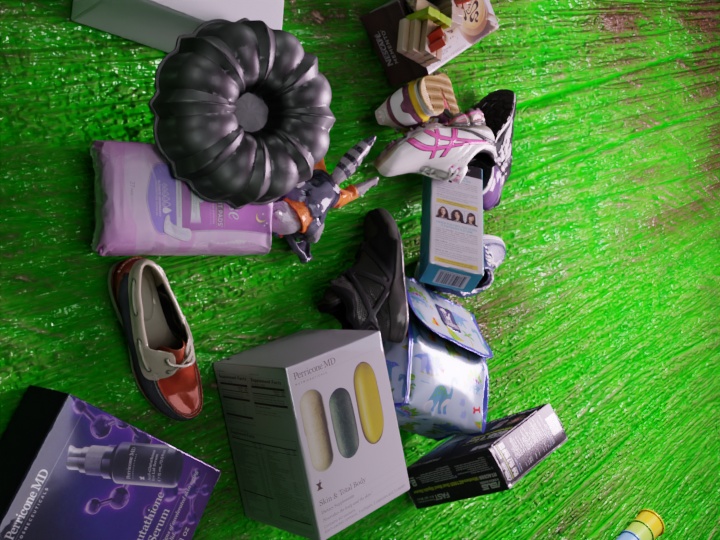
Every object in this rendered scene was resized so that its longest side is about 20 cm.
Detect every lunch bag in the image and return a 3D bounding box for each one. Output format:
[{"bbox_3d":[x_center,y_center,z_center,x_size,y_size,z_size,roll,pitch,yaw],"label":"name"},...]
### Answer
[{"bbox_3d":[0.096,0.123,1.136,0.169,0.127,0.202,28,57,-36],"label":"lunch bag"}]

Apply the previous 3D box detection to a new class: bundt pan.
[{"bbox_3d":[-0.111,-0.165,0.828,0.200,0.076,0.204,-3,96,-30],"label":"bundt pan"}]

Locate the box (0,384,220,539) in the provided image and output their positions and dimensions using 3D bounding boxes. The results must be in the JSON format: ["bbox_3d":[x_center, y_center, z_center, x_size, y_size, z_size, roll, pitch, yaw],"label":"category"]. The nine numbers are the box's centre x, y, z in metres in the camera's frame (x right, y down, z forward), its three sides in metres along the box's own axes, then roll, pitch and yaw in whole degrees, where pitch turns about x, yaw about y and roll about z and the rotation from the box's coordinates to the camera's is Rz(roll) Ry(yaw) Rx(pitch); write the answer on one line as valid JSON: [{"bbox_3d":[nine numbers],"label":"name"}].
[{"bbox_3d":[-0.267,0.225,0.800,0.200,0.104,0.149,38,64,-35],"label":"box"}]

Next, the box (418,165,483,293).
[{"bbox_3d":[0.131,-0.069,1.154,0.082,0.049,0.201,13,53,-9],"label":"box"}]

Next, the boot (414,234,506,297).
[{"bbox_3d":[0.181,-0.001,1.227,0.199,0.090,0.073,-21,117,-39],"label":"boot"}]

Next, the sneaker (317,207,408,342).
[{"bbox_3d":[0.000,0.000,1.074,0.113,0.076,0.201,3,63,-12],"label":"sneaker"}]

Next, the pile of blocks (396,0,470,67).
[{"bbox_3d":[0.116,-0.373,1.105,0.082,0.062,0.201,42,60,-30],"label":"pile of blocks"}]

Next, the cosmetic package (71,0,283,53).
[{"bbox_3d":[-0.195,-0.355,0.883,0.199,0.122,0.201,10,81,-43],"label":"cosmetic package"}]

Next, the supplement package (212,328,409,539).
[{"bbox_3d":[-0.058,0.188,0.962,0.151,0.150,0.202,-17,99,-41],"label":"supplement package"}]

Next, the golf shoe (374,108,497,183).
[{"bbox_3d":[0.114,-0.165,1.137,0.199,0.073,0.093,-22,81,-25],"label":"golf shoe"}]

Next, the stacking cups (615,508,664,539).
[{"bbox_3d":[0.514,0.532,1.534,0.199,0.060,0.061,-22,103,-41],"label":"stacking cups"}]

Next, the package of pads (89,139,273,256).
[{"bbox_3d":[-0.195,-0.076,0.877,0.198,0.076,0.122,-1,93,-29],"label":"package of pads"}]

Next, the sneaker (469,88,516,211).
[{"bbox_3d":[0.214,-0.195,1.302,0.087,0.075,0.201,38,66,-51],"label":"sneaker"}]

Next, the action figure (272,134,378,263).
[{"bbox_3d":[-0.070,-0.122,1.004,0.201,0.104,0.194,57,47,-24],"label":"action figure"}]

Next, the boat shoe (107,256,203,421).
[{"bbox_3d":[-0.217,0.079,0.882,0.071,0.062,0.202,-31,110,-41],"label":"boat shoe"}]

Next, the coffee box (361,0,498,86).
[{"bbox_3d":[0.108,-0.371,1.192,0.200,0.079,0.114,-39,113,-37],"label":"coffee box"}]

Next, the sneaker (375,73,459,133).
[{"bbox_3d":[0.085,-0.244,1.179,0.200,0.089,0.076,-18,90,-67],"label":"sneaker"}]

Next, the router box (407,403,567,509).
[{"bbox_3d":[0.173,0.266,1.139,0.149,0.200,0.062,-24,84,-42],"label":"router box"}]
